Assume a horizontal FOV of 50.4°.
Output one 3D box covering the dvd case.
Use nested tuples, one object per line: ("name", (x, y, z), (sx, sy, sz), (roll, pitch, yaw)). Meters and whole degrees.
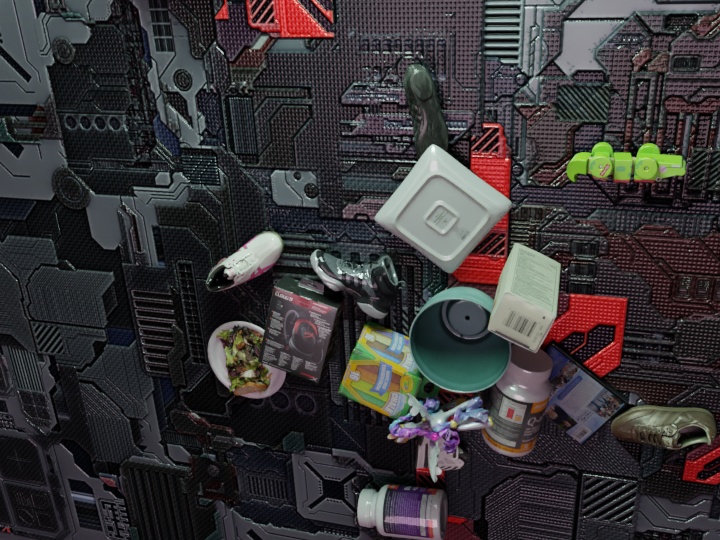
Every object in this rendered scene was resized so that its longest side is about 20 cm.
("dvd case", (0.423, 0.251, 1.560), (0.198, 0.018, 0.144), (37, 120, -1))

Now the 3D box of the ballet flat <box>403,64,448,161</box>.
("ballet flat", (0.121, -0.276, 1.394), (0.065, 0.057, 0.205), (-13, 118, -1))

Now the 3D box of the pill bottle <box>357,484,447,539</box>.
("pill bottle", (0.097, 0.553, 1.757), (0.194, 0.112, 0.114), (0, 115, 17))

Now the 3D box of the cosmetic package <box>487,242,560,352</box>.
("cosmetic package", (0.301, 0.046, 1.396), (0.101, 0.201, 0.089), (25, 122, 5))

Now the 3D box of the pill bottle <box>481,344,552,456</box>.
("pill bottle", (0.313, 0.257, 1.522), (0.113, 0.117, 0.205), (14, 119, 10))

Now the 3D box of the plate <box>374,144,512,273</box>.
("plate", (0.154, -0.104, 1.447), (0.198, 0.033, 0.200), (33, 121, -13))

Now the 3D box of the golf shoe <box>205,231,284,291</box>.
("golf shoe", (-0.242, -0.009, 1.606), (0.198, 0.092, 0.073), (-32, 102, 26))

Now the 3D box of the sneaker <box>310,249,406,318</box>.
("sneaker", (0.000, 0.000, 1.545), (0.198, 0.076, 0.114), (37, 120, -9))

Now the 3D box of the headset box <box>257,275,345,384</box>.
("headset box", (-0.123, 0.116, 1.627), (0.145, 0.075, 0.205), (17, 111, 8))

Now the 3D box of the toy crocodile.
("toy crocodile", (0.455, -0.178, 1.315), (0.194, 0.068, 0.063), (5, 122, 18))

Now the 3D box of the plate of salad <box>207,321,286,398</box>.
("plate of salad", (-0.263, 0.210, 1.744), (0.194, 0.048, 0.205), (8, 117, 15))

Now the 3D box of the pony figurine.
("pony figurine", (0.153, 0.304, 1.491), (0.195, 0.193, 0.171), (-16, 86, -5))

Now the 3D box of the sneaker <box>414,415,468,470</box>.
("sneaker", (0.182, 0.364, 1.660), (0.112, 0.077, 0.204), (7, 135, 3))

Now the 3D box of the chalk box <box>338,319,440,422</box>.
("chalk box", (0.072, 0.218, 1.595), (0.196, 0.124, 0.127), (22, 120, 6))

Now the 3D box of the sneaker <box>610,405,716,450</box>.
("sneaker", (0.592, 0.312, 1.502), (0.195, 0.076, 0.072), (-11, 112, 22))

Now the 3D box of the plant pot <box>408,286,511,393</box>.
("plant pot", (0.202, 0.116, 1.498), (0.194, 0.135, 0.206), (7, 116, 14))
